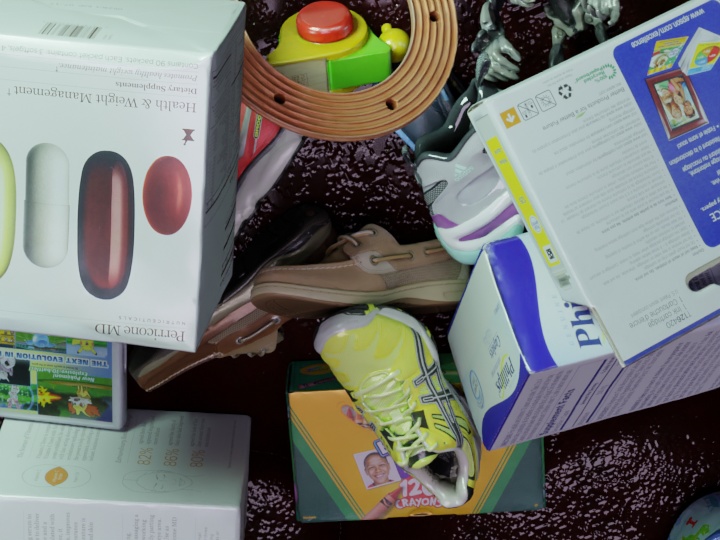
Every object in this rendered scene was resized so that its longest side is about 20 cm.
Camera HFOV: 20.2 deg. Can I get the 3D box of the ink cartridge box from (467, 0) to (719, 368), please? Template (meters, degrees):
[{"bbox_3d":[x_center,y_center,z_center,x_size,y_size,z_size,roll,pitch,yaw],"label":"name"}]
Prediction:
[{"bbox_3d":[0.203,-0.063,1.373,0.198,0.047,0.200,-26,92,-20],"label":"ink cartridge box"}]

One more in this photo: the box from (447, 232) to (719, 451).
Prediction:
[{"bbox_3d":[0.181,0.035,1.465,0.200,0.184,0.105,-15,70,-12],"label":"box"}]

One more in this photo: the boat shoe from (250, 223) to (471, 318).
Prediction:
[{"bbox_3d":[0.000,0.000,1.507,0.200,0.071,0.065,0,82,-41],"label":"boat shoe"}]

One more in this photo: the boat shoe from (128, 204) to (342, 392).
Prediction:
[{"bbox_3d":[-0.089,0.034,1.557,0.200,0.076,0.074,-36,114,14],"label":"boat shoe"}]

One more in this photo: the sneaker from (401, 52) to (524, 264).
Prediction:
[{"bbox_3d":[0.125,-0.100,1.410,0.200,0.078,0.140,-28,119,4],"label":"sneaker"}]

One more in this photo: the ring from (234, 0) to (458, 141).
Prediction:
[{"bbox_3d":[-0.026,-0.182,1.428,0.200,0.201,0.019,25,152,-10],"label":"ring"}]

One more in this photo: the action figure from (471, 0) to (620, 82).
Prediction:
[{"bbox_3d":[0.143,-0.182,1.451,0.119,0.102,0.200,-30,112,24],"label":"action figure"}]

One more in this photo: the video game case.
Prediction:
[{"bbox_3d":[-0.280,0.029,1.568,0.200,0.022,0.182,6,113,7],"label":"video game case"}]

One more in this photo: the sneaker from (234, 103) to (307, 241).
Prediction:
[{"bbox_3d":[-0.118,-0.062,1.526,0.085,0.077,0.200,36,102,-2],"label":"sneaker"}]

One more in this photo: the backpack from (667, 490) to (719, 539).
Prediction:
[{"bbox_3d":[0.339,0.275,1.619,0.200,0.147,0.183,16,110,-4],"label":"backpack"}]

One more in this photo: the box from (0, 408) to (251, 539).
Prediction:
[{"bbox_3d":[-0.190,0.188,1.579,0.200,0.152,0.106,3,114,0],"label":"box"}]

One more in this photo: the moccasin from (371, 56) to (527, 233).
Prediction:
[{"bbox_3d":[0.095,-0.084,1.502,0.068,0.080,0.200,-41,108,19],"label":"moccasin"}]

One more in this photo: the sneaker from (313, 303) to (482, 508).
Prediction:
[{"bbox_3d":[0.037,0.099,1.489,0.075,0.076,0.200,-30,129,18],"label":"sneaker"}]

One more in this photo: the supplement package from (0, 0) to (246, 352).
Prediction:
[{"bbox_3d":[-0.182,-0.073,1.325,0.191,0.147,0.200,5,111,4],"label":"supplement package"}]

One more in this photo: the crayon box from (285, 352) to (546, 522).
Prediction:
[{"bbox_3d":[0.045,0.131,1.605,0.200,0.058,0.119,-3,113,2],"label":"crayon box"}]

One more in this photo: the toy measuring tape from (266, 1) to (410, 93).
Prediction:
[{"bbox_3d":[-0.062,-0.154,1.470,0.200,0.074,0.074,-10,113,-7],"label":"toy measuring tape"}]
